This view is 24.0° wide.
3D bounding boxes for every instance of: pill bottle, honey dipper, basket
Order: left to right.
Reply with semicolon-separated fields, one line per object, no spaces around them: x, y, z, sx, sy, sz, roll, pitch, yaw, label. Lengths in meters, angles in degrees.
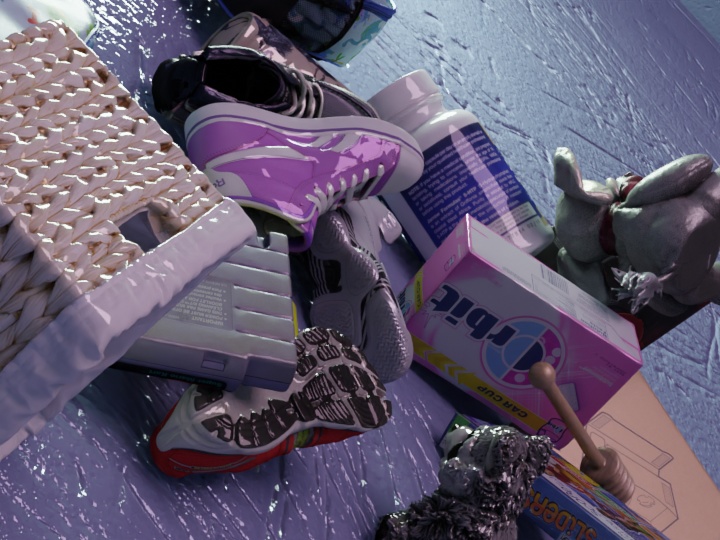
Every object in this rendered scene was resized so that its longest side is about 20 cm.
-0.192;0.001;0.840;0.161;0.200;0.198;50;23;-2;basket
0.079;-0.080;1.570;0.201;0.119;0.120;57;23;6;pill bottle
0.185;0.135;1.426;0.200;0.038;0.038;56;15;-44;honey dipper

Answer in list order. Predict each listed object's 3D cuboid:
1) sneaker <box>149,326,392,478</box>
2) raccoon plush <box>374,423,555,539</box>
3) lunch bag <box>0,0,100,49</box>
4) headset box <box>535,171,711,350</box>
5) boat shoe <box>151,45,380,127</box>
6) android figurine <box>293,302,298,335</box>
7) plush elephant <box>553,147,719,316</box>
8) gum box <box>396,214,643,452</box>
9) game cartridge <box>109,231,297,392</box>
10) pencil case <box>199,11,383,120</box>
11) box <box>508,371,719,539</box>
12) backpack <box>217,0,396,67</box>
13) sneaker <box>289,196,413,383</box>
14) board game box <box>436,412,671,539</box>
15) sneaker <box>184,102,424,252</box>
-0.060;0.091;1.104;0.199;0.085;0.077;-4;64;-50;sneaker
0.104;0.205;1.200;0.201;0.134;0.097;57;22;8;raccoon plush
-0.256;-0.147;1.057;0.160;0.083;0.200;34;26;-10;lunch bag
0.240;0.009;1.641;0.149;0.199;0.075;56;7;4;headset box
-0.058;-0.127;1.330;0.199;0.093;0.075;8;84;-26;boat shoe
-0.105;0.011;1.190;0.182;0.041;0.201;39;25;-34;android figurine
0.248;-0.040;1.531;0.199;0.166;0.154;-26;42;-36;plush elephant
0.136;0.057;1.445;0.199;0.114;0.066;32;26;-17;gum box
-0.139;0.009;1.038;0.199;0.039;0.130;12;43;-16;game cartridge
-0.057;-0.135;1.432;0.200;0.089;0.078;39;15;-26;pencil case
0.241;0.189;1.539;0.163;0.021;0.201;-29;82;-37;box
-0.055;-0.283;1.542;0.183;0.147;0.200;51;16;25;backpack
0.000;0.000;1.363;0.115;0.075;0.201;1;53;-59;sneaker
0.171;0.190;1.368;0.200;0.035;0.135;37;9;39;board game box
-0.032;-0.055;1.264;0.199;0.073;0.115;2;51;-29;sneaker
